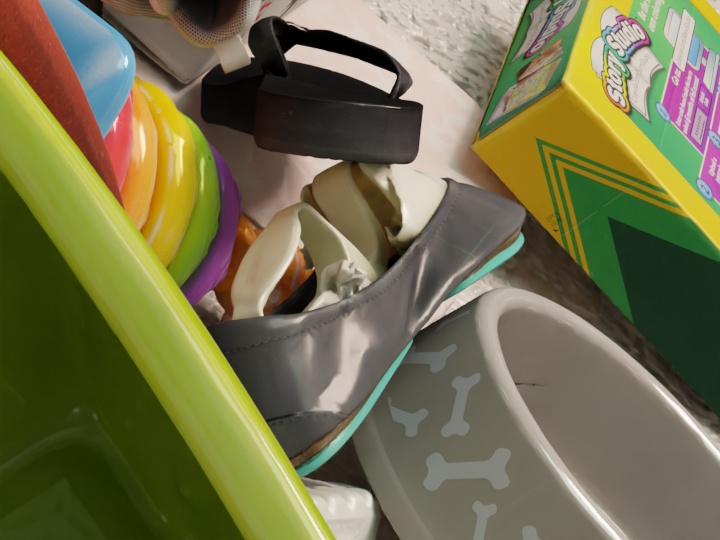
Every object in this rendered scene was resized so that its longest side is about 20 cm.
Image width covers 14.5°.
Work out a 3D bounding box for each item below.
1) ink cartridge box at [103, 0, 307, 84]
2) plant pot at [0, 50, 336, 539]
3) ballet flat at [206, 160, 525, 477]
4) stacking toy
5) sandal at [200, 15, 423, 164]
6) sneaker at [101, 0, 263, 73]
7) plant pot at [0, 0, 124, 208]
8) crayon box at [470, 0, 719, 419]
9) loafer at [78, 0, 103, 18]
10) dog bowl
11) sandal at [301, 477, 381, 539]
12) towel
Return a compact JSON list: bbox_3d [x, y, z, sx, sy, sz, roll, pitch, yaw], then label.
[{"bbox_3d":[-0.021,-0.174,1.134,0.083,0.145,0.200,43,31,1],"label":"ink cartridge box"},{"bbox_3d":[-0.101,0.090,0.687,0.200,0.199,0.181,55,0,20],"label":"plant pot"},{"bbox_3d":[0.000,0.000,0.967,0.073,0.073,0.200,41,35,3],"label":"ballet flat"},{"bbox_3d":[-0.082,-0.021,0.976,0.110,0.116,0.200,33,6,39],"label":"stacking toy"},{"bbox_3d":[-0.011,-0.068,1.017,0.076,0.043,0.200,4,6,-12],"label":"sandal"},{"bbox_3d":[-0.065,-0.162,0.939,0.200,0.075,0.115,69,13,-45],"label":"sneaker"},{"bbox_3d":[-0.176,-0.048,0.787,0.200,0.200,0.176,60,4,33],"label":"plant pot"},{"bbox_3d":[0.140,-0.050,1.257,0.173,0.058,0.200,46,28,-13],"label":"crayon box"},{"bbox_3d":[-0.150,-0.126,1.046,0.071,0.073,0.200,-4,21,-27],"label":"loafer"},{"bbox_3d":[0.086,0.089,1.006,0.200,0.059,0.200,40,20,-18],"label":"dog bowl"},{"bbox_3d":[-0.060,0.095,0.891,0.082,0.050,0.203,5,4,39],"label":"sandal"},{"bbox_3d":[-0.026,-0.058,1.151,0.191,0.032,0.200,41,31,2],"label":"towel"}]
